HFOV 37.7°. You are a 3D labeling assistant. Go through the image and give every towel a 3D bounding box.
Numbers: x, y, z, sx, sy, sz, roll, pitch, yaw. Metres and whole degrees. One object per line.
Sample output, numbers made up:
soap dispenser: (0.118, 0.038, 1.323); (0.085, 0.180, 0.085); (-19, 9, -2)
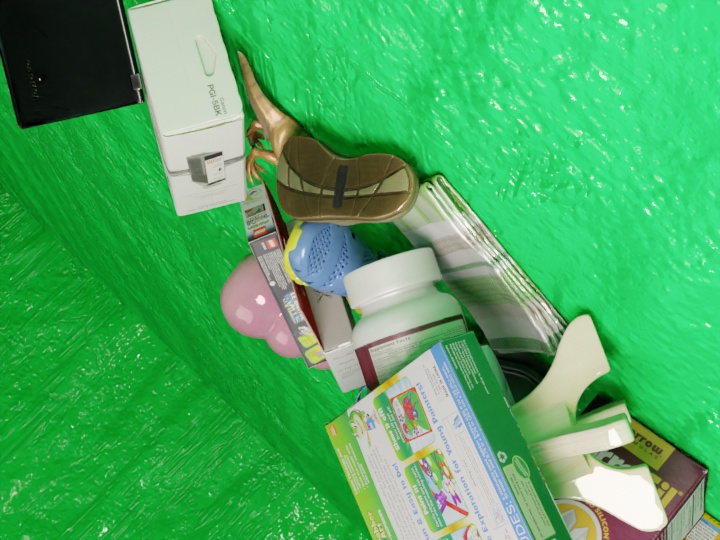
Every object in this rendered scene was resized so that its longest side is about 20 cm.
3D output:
towel: (0.101, 0.001, 0.998); (0.200, 0.031, 0.149); (49, 162, -9)

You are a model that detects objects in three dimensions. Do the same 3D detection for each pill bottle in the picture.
pill bottle: (0.055, 0.088, 0.985); (0.110, 0.109, 0.202); (140, 113, -73)

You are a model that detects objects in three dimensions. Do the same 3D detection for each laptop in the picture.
laptop: (-0.280, -0.243, 1.000); (0.200, 0.115, 0.189); (-140, 39, -74)

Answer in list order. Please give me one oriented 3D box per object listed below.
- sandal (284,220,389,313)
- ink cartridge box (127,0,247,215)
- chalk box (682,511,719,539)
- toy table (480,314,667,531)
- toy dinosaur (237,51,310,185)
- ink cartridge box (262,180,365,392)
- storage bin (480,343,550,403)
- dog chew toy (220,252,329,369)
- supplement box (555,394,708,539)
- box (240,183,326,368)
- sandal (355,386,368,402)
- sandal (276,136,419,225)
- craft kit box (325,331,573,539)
sandal: (0.000, 0.000, 1.094); (0.087, 0.080, 0.199); (19, 176, 40)
ink cartridge box: (-0.174, -0.165, 1.078); (0.200, 0.082, 0.148); (104, 149, -70)
chalk box: (0.310, 0.325, 1.097); (0.124, 0.124, 0.201); (33, 161, 31)
toy table: (0.176, 0.147, 0.900); (0.184, 0.116, 0.202); (-41, -70, -77)
toy dinosaur: (-0.084, -0.144, 1.089); (0.106, 0.061, 0.200); (-19, 123, 40)
ink cartridge box: (-0.048, 0.012, 1.202); (0.174, 0.043, 0.201); (69, -179, -52)
storage bin: (0.105, 0.171, 1.121); (0.199, 0.135, 0.146); (10, 140, 41)
dog chew toy: (-0.097, 0.064, 1.472); (0.199, 0.125, 0.125); (37, 163, 1)
supplement box: (0.215, 0.243, 0.990); (0.131, 0.200, 0.104); (34, 160, 32)
box: (-0.088, 0.008, 1.259); (0.110, 0.034, 0.201); (-109, -3, -54)
sandal: (0.043, 0.166, 1.389); (0.080, 0.087, 0.200); (45, 170, 0)
sandal: (-0.012, -0.079, 0.995); (0.054, 0.081, 0.199); (13, 179, -44)
craft kit box: (0.068, 0.181, 0.873); (0.197, 0.048, 0.201); (-40, 69, 47)
